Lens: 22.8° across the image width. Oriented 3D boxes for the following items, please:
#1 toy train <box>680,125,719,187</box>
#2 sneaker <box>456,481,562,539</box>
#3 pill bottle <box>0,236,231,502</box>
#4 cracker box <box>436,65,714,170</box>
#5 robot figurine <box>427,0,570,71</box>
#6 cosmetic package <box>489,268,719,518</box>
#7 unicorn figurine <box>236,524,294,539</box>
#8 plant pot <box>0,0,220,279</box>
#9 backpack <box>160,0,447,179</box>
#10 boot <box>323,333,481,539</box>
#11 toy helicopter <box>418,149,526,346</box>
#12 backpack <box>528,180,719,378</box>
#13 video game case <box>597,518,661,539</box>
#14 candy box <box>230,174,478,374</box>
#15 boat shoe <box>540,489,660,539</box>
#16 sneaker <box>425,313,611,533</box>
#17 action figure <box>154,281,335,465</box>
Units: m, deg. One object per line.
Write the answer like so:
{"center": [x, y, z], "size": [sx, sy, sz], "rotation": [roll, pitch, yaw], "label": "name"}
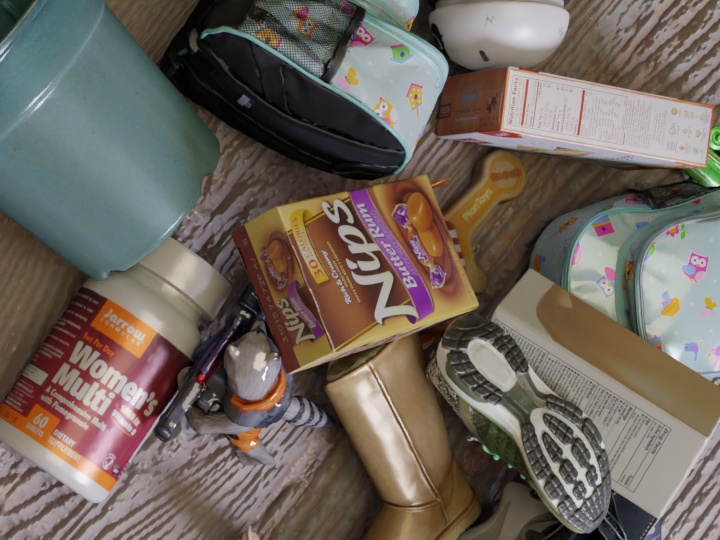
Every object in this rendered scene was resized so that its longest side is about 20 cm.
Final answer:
{"center": [0.348, -0.081, 1.639], "size": [0.199, 0.042, 0.057], "rotation": [35, 89, -18], "label": "toy train"}
{"center": [0.106, 0.273, 1.542], "size": [0.074, 0.089, 0.201], "rotation": [23, 106, -43], "label": "sneaker"}
{"center": [-0.192, 0.071, 1.393], "size": [0.109, 0.109, 0.201], "rotation": [37, 79, -18], "label": "pill bottle"}
{"center": [0.181, -0.127, 1.521], "size": [0.198, 0.134, 0.058], "rotation": [9, 89, -20], "label": "cracker box"}
{"center": [0.114, -0.267, 1.497], "size": [0.149, 0.125, 0.202], "rotation": [1, 87, -20], "label": "robot figurine"}
{"center": [0.191, 0.100, 1.459], "size": [0.199, 0.106, 0.071], "rotation": [33, 41, 11], "label": "cosmetic package"}
{"center": [-0.041, 0.299, 1.460], "size": [0.073, 0.137, 0.201], "rotation": [-21, 80, -25], "label": "unicorn figurine"}
{"center": [-0.223, -0.110, 1.344], "size": [0.196, 0.200, 0.201], "rotation": [45, 76, -25], "label": "plant pot"}
{"center": [-0.032, -0.166, 1.405], "size": [0.199, 0.176, 0.154], "rotation": [37, 68, -12], "label": "backpack"}
{"center": [0.011, 0.162, 1.465], "size": [0.175, 0.066, 0.201], "rotation": [-45, 126, -33], "label": "boot"}
{"center": [0.067, -0.038, 1.524], "size": [0.132, 0.079, 0.200], "rotation": [46, 65, -7], "label": "toy helicopter"}
{"center": [0.251, 0.018, 1.546], "size": [0.198, 0.153, 0.177], "rotation": [-9, 99, -13], "label": "backpack"}
{"center": [0.232, 0.238, 1.567], "size": [0.142, 0.019, 0.202], "rotation": [-2, 93, -59], "label": "video game case"}
{"center": [0.000, 0.000, 1.367], "size": [0.199, 0.056, 0.118], "rotation": [-16, 82, -52], "label": "candy box"}
{"center": [0.196, 0.224, 1.462], "size": [0.199, 0.062, 0.075], "rotation": [-33, 108, -30], "label": "boat shoe"}
{"center": [0.124, 0.128, 1.436], "size": [0.077, 0.089, 0.201], "rotation": [-36, 88, -29], "label": "sneaker"}
{"center": [-0.065, 0.070, 1.397], "size": [0.104, 0.193, 0.201], "rotation": [32, 86, 11], "label": "action figure"}
